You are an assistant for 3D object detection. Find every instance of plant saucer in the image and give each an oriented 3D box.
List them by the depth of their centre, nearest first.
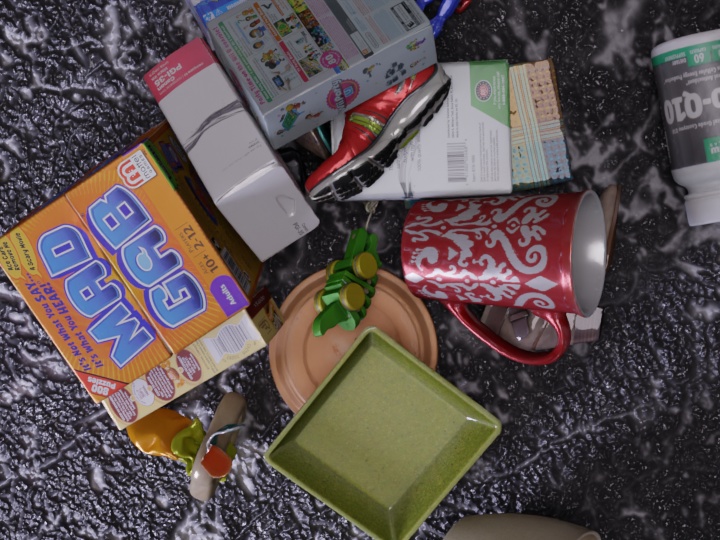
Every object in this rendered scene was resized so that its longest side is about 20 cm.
[{"bbox_3d":[0.025,0.184,1.566,0.199,0.048,0.201,37,102,-14],"label":"plant saucer"},{"bbox_3d":[-0.009,0.093,1.601,0.197,0.032,0.204,0,92,3],"label":"plant saucer"}]

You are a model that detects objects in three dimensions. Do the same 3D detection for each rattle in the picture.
[{"bbox_3d":[-0.196,0.179,1.531,0.142,0.200,0.131,37,94,2],"label":"rattle"}]

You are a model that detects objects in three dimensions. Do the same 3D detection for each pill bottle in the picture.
[{"bbox_3d":[0.391,-0.157,1.524,0.111,0.113,0.203,-11,90,4],"label":"pill bottle"}]

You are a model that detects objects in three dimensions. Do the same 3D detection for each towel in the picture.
[{"bbox_3d":[0.135,-0.156,1.590,0.197,0.022,0.149,-10,91,3],"label":"towel"}]

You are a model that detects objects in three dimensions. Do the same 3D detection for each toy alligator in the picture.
[{"bbox_3d":[0.000,0.000,1.566,0.054,0.059,0.202,40,56,-28],"label":"toy alligator"}]

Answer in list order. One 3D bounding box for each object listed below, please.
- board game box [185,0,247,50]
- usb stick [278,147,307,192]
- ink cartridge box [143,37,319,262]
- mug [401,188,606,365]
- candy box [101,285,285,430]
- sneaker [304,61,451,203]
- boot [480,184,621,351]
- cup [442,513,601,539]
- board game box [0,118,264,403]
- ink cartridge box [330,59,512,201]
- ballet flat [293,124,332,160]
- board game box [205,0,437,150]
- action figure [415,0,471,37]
[{"bbox_3d":[-0.120,-0.369,1.536,0.198,0.041,0.201,-28,66,-8],"label":"board game box"},{"bbox_3d":[-0.158,-0.095,1.606,0.197,0.033,0.056,-13,97,4],"label":"usb stick"},{"bbox_3d":[-0.139,-0.130,1.506,0.082,0.147,0.201,-32,59,1],"label":"ink cartridge box"},{"bbox_3d":[0.150,-0.001,1.491,0.197,0.133,0.180,2,72,25],"label":"mug"},{"bbox_3d":[-0.188,0.096,1.557,0.198,0.115,0.056,-30,95,12],"label":"candy box"},{"bbox_3d":[0.007,-0.154,1.475,0.085,0.077,0.200,43,83,14],"label":"sneaker"},{"bbox_3d":[0.211,-0.008,1.569,0.144,0.070,0.203,9,81,15],"label":"boot"},{"bbox_3d":[0.158,0.349,1.532,0.142,0.200,0.203,24,93,29],"label":"cup"},{"bbox_3d":[-0.244,-0.018,1.507,0.199,0.200,0.201,-32,101,8],"label":"board game box"},{"bbox_3d":[0.067,-0.153,1.541,0.197,0.083,0.149,-1,90,3],"label":"ink cartridge box"},{"bbox_3d":[-0.094,-0.208,1.586,0.067,0.068,0.202,-24,80,8],"label":"ballet flat"},{"bbox_3d":[-0.041,-0.239,1.448,0.198,0.065,0.148,-28,59,-7],"label":"board game box"},{"bbox_3d":[0.099,-0.322,1.574,0.065,0.052,0.201,39,90,-3],"label":"action figure"}]
